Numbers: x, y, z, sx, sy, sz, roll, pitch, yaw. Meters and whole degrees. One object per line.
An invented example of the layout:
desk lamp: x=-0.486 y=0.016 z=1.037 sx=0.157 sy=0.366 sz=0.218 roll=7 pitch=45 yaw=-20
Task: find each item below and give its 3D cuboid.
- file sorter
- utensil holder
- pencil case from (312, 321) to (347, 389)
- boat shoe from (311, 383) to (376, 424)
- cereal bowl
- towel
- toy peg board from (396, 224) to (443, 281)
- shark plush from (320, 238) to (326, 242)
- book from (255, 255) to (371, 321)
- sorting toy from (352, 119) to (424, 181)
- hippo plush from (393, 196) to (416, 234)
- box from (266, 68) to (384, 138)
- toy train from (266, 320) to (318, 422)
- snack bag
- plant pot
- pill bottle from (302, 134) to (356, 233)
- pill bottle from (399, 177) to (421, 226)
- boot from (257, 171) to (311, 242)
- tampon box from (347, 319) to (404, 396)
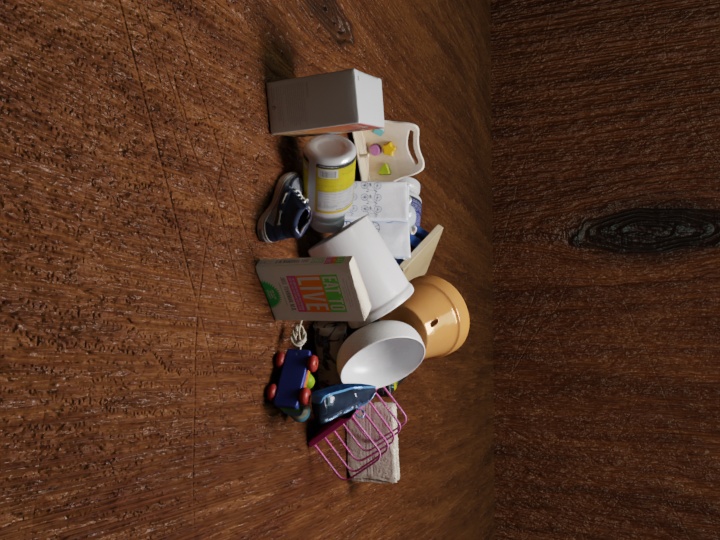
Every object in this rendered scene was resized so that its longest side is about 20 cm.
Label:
file sorter: x=0.004 y=0.364 z=1.571 sx=0.126 sy=0.139 sz=0.200 roll=51 pitch=25 yaw=2
utensil holder: x=0.000 y=0.000 z=1.540 sx=0.201 sy=0.169 sz=0.170 roll=60 pitch=27 yaw=-6
pencil case: x=-0.060 y=0.205 z=1.566 sx=0.089 sy=0.077 sz=0.201 roll=-22 pitch=109 yaw=-65
boat shoe: x=-0.039 y=0.273 z=1.424 sx=0.199 sy=0.084 sz=0.069 roll=0 pitch=88 yaw=-51
cereal bowl: x=0.037 y=0.174 z=1.504 sx=0.200 sy=0.199 sz=0.084 roll=55 pitch=8 yaw=-53
towel: x=0.031 y=0.422 z=1.697 sx=0.034 sy=0.132 sz=0.201 roll=1 pitch=87 yaw=-69
toy peg board: x=0.109 y=-0.023 z=1.850 sx=0.200 sy=0.098 sz=0.200 roll=-46 pitch=161 yaw=-36
shark plush: x=-0.056 y=0.010 z=1.664 sx=0.200 sy=0.091 sz=0.083 roll=47 pitch=22 yaw=-29
book: x=-0.092 y=0.034 z=1.342 sx=0.048 sy=0.199 sz=0.134 roll=-64 pitch=144 yaw=-49
sorting toy: x=0.074 y=-0.314 z=1.809 sx=0.107 sy=0.179 sz=0.201 roll=-49 pitch=133 yaw=-59
hippo plush: x=0.065 y=-0.111 z=1.792 sx=0.200 sy=0.160 sz=0.160 roll=-13 pitch=100 yaw=-67
box: x=-0.070 y=-0.341 z=1.430 sx=0.152 sy=0.199 sz=0.107 roll=-17 pitch=104 yaw=-66
toy train: x=-0.121 y=0.205 z=1.424 sx=0.116 sy=0.084 sz=0.201 roll=74 pitch=24 yaw=-55
snack bag: x=0.029 y=-0.124 z=1.685 sx=0.021 sy=0.187 sz=0.201 roll=112 pitch=-22 yaw=-76
plant pot: x=0.136 y=0.126 z=1.618 sx=0.140 sy=0.199 sz=0.201 roll=-25 pitch=112 yaw=-50
pill bottle: x=-0.070 y=-0.184 z=1.493 sx=0.112 sy=0.111 sz=0.201 roll=-66 pitch=166 yaw=-47
pill bottle: x=0.117 y=-0.162 z=1.987 sx=0.116 sy=0.115 sz=0.201 roll=47 pitch=46 yaw=-58
boot: x=-0.132 y=-0.130 z=1.401 sx=0.073 sy=0.090 sz=0.201 roll=67 pitch=30 yaw=-41
tampon box: x=0.041 y=0.215 z=1.749 sx=0.200 sy=0.126 sz=0.151 roll=-32 pitch=117 yaw=-65
